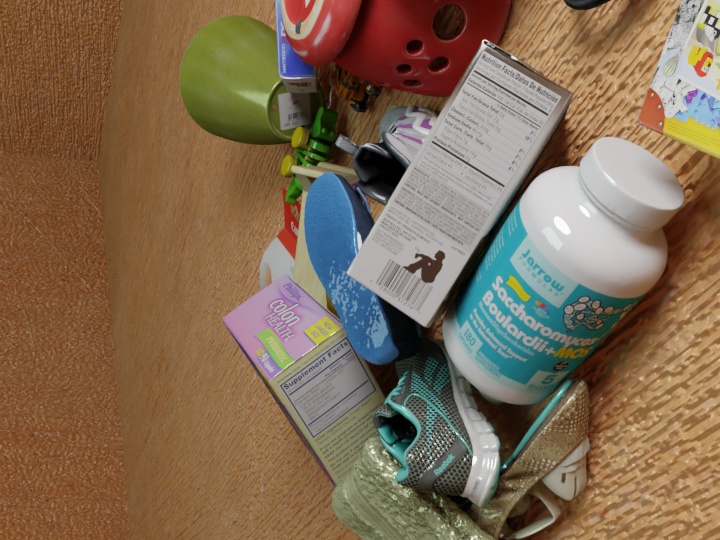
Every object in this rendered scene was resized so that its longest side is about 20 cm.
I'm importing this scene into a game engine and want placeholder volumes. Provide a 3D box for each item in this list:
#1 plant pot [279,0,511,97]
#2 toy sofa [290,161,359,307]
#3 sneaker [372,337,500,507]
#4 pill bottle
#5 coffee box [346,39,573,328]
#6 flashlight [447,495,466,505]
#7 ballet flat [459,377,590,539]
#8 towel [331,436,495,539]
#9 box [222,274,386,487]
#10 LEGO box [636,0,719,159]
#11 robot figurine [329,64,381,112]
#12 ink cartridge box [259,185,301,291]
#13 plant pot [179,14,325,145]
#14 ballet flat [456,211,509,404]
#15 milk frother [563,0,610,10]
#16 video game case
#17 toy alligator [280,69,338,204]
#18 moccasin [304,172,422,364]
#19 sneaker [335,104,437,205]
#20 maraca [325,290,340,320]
[{"bbox_3d":[0.024,-0.283,0.735,0.200,0.180,0.203,180,90,-65],"label":"plant pot"},{"bbox_3d":[-0.041,-0.036,0.979,0.082,0.097,0.203,18,105,38],"label":"toy sofa"},{"bbox_3d":[0.052,0.121,0.659,0.200,0.090,0.078,-116,36,-62],"label":"sneaker"},{"bbox_3d":[0.147,0.002,0.550,0.201,0.109,0.112,-63,37,41],"label":"pill bottle"},{"bbox_3d":[0.081,-0.065,0.595,0.201,0.079,0.113,-59,-9,8],"label":"coffee box"},{"bbox_3d":[0.070,0.251,0.755,0.068,0.067,0.201,58,134,34],"label":"flashlight"},{"bbox_3d":[0.148,0.169,0.613,0.065,0.070,0.201,43,135,21],"label":"ballet flat"},{"bbox_3d":[0.059,0.250,0.676,0.200,0.036,0.149,44,142,15],"label":"towel"},{"bbox_3d":[-0.048,0.133,0.846,0.176,0.096,0.201,35,155,58],"label":"box"},{"bbox_3d":[0.257,-0.112,0.371,0.200,0.076,0.151,47,130,54],"label":"LEGO box"},{"bbox_3d":[-0.011,-0.300,0.932,0.145,0.057,0.202,124,139,-54],"label":"robot figurine"},{"bbox_3d":[-0.113,-0.006,1.097,0.162,0.049,0.203,-134,40,-61],"label":"ink cartridge box"},{"bbox_3d":[-0.138,-0.259,1.080,0.200,0.185,0.189,35,120,48],"label":"plant pot"},{"bbox_3d":[0.107,0.021,0.684,0.062,0.067,0.203,151,118,-70],"label":"ballet flat"},{"bbox_3d":[0.110,-0.297,0.550,0.200,0.186,0.183,33,119,59],"label":"milk frother"},{"bbox_3d":[-0.076,-0.321,0.880,0.181,0.045,0.203,-99,7,-82],"label":"video game case"},{"bbox_3d":[-0.055,-0.175,1.007,0.202,0.059,0.054,-65,33,17],"label":"toy alligator"},{"bbox_3d":[0.000,0.000,0.718,0.080,0.068,0.202,-34,63,36],"label":"moccasin"},{"bbox_3d":[0.030,-0.121,0.750,0.201,0.138,0.078,56,129,47],"label":"sneaker"},{"bbox_3d":[0.009,0.024,0.831,0.200,0.106,0.139,177,103,-67],"label":"maraca"}]
